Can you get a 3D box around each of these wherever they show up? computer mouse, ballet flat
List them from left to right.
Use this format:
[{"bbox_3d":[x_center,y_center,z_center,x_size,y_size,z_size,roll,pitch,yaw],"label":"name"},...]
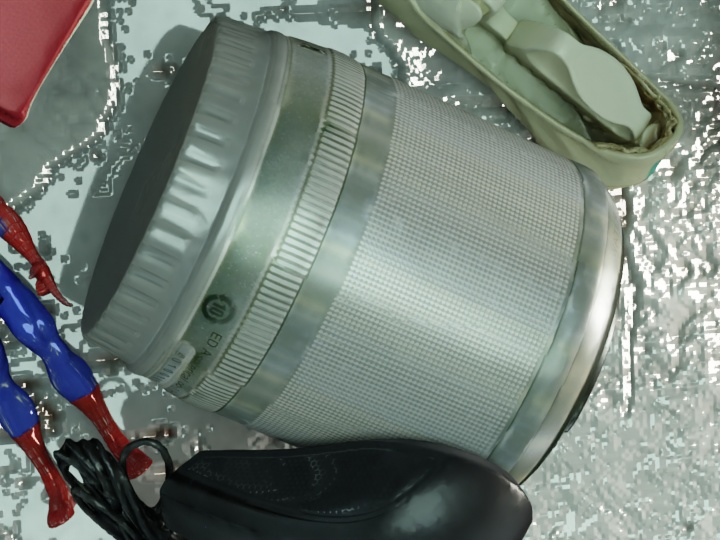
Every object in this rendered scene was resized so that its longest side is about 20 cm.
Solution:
[{"bbox_3d":[-0.024,0.117,0.798,0.139,0.199,0.053,53,39,-43],"label":"computer mouse"},{"bbox_3d":[0.070,-0.114,0.867,0.200,0.069,0.070,40,86,-13],"label":"ballet flat"}]

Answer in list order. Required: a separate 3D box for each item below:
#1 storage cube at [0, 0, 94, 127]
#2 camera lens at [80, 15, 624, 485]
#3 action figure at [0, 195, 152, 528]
[{"bbox_3d":[-0.175,-0.176,0.742,0.179,0.200,0.172,32,88,-19],"label":"storage cube"},{"bbox_3d":[0.000,0.000,0.813,0.199,0.160,0.161,23,90,-14],"label":"camera lens"},{"bbox_3d":[-0.164,0.014,0.839,0.065,0.052,0.201,-31,99,-3],"label":"action figure"}]
